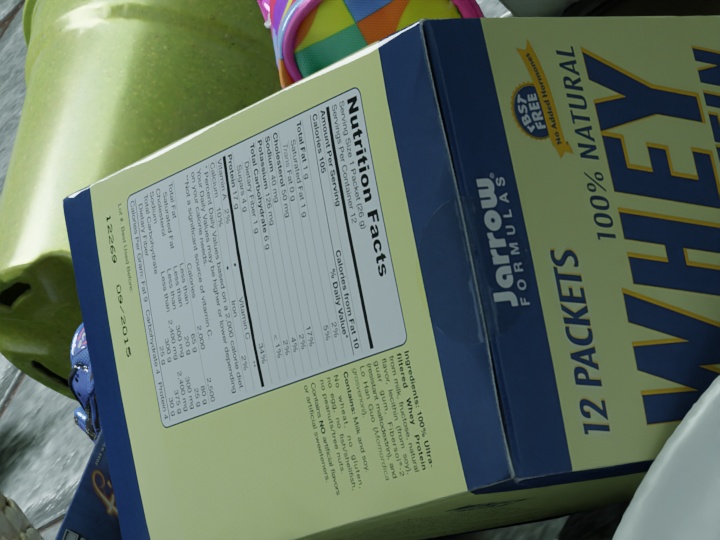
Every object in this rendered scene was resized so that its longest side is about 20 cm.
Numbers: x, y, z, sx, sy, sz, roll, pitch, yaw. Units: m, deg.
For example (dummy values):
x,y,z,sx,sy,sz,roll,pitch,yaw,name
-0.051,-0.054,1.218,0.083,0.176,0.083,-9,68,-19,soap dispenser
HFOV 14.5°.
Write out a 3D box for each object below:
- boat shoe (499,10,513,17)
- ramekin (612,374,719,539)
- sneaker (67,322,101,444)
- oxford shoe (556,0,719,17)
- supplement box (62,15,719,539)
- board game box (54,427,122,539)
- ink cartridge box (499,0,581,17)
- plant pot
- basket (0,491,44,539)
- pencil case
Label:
x,y,z,sx,sy,sz,roll,pitch,yaw,name
0.099,-0.117,1.320,0.200,0.069,0.071,-31,18,32,boat shoe
0.165,0.073,0.728,0.200,0.098,0.201,-39,19,16,ramekin
-0.094,0.041,1.247,0.075,0.078,0.200,-53,-12,-33,sneaker
0.133,-0.076,1.100,0.199,0.073,0.085,-27,55,0,oxford shoe
0.046,0.010,0.911,0.199,0.135,0.199,-5,-10,-38,supplement box
-0.056,0.043,1.071,0.136,0.034,0.200,-64,-5,37,board game box
0.119,-0.154,1.140,0.145,0.200,0.084,-39,54,10,ink cartridge box
-0.105,-0.036,1.435,0.200,0.200,0.185,-25,38,46,plant pot
-0.214,0.147,1.250,0.123,0.136,0.200,-42,19,1,basket
0.002,-0.099,1.104,0.088,0.088,0.200,-42,14,7,pencil case
